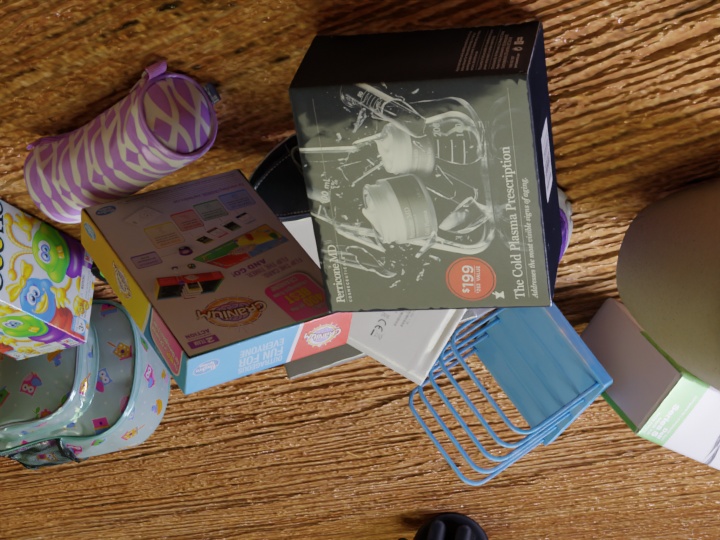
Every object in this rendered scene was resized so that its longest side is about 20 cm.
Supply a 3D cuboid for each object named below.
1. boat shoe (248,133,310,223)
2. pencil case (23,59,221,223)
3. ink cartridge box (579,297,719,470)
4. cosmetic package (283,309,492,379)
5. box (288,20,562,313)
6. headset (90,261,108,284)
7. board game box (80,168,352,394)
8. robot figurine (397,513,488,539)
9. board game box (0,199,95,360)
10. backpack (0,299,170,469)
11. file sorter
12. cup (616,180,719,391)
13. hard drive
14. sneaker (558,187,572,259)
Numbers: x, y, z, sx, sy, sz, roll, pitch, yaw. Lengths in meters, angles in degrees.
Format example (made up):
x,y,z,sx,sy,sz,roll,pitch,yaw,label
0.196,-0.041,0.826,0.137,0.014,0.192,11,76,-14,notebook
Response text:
x,y,z,sx,sy,sz,roll,pitch,yaw,label
-0.024,-0.087,1.394,0.199,0.062,0.075,-19,103,33,boat shoe
-0.207,-0.105,1.395,0.200,0.084,0.086,-25,105,43,pencil case
0.335,0.127,1.725,0.199,0.146,0.084,25,107,-37,ink cartridge box
0.021,0.032,1.566,0.199,0.091,0.107,-16,180,16,cosmetic package
0.055,-0.077,1.272,0.181,0.104,0.201,-2,120,14,box
-0.166,-0.005,1.583,0.199,0.094,0.123,6,165,35,headset
-0.122,0.004,1.357,0.152,0.200,0.040,-16,136,-27,board game box
0.142,0.439,2.491,0.125,0.150,0.200,-38,154,-9,robot figurine
-0.368,0.000,1.618,0.103,0.105,0.200,-14,151,33,board game box
-0.313,0.115,1.781,0.199,0.177,0.153,-7,158,13,backpack
0.146,0.123,1.715,0.122,0.139,0.200,-31,167,-22,file sorter
0.312,0.003,1.453,0.143,0.201,0.200,18,169,40,cup
0.000,0.000,1.480,0.199,0.026,0.132,30,113,0,hard drive
0.143,-0.042,1.473,0.080,0.084,0.200,-3,156,15,sneaker
